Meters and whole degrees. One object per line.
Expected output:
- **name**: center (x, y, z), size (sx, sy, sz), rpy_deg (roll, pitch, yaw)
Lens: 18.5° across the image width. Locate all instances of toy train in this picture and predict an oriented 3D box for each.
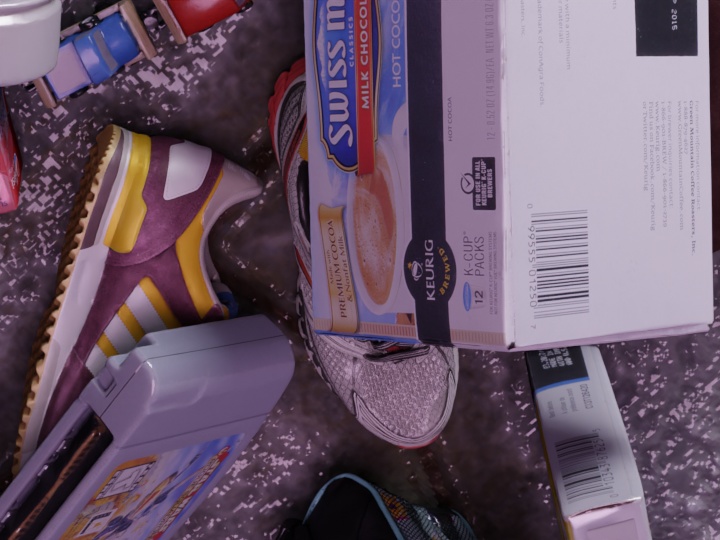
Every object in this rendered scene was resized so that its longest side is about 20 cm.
- **toy train**: center (-0.070, -0.128, 1.020), size (0.199, 0.046, 0.034), rpy_deg (-26, 112, 4)

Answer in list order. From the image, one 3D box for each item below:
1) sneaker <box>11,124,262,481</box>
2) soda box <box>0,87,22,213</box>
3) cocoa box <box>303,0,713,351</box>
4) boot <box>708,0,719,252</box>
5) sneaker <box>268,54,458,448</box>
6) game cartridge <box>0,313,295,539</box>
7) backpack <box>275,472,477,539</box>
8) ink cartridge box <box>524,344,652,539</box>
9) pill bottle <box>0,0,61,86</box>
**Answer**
- **sneaker**: center (-0.109, 0.033, 1.066), size (0.090, 0.075, 0.201), rpy_deg (14, 111, -11)
- **soda box**: center (-0.260, -0.047, 1.021), size (0.199, 0.063, 0.070), rpy_deg (-12, 113, -1)
- **cocoa box**: center (0.063, -0.071, 0.962), size (0.133, 0.131, 0.202), rpy_deg (-5, 95, -41)
- **boot**: center (0.130, -0.082, 1.047), size (0.166, 0.072, 0.200), rpy_deg (-38, 114, 7)
- **sneaker**: center (0.000, 0.000, 1.060), size (0.077, 0.082, 0.201), rpy_deg (-17, 113, 1)
- **game cartridge**: center (-0.117, 0.104, 1.062), size (0.042, 0.133, 0.200), rpy_deg (50, 117, 22)
- **backpack**: center (0.027, 0.228, 1.091), size (0.153, 0.200, 0.176), rpy_deg (27, 105, -33)
- **ink cartridge box**: center (0.123, 0.153, 1.073), size (0.047, 0.198, 0.201), rpy_deg (-11, 112, 1)
- **pill bottle**: center (-0.171, -0.187, 0.948), size (0.113, 0.114, 0.201), rpy_deg (1, 111, -7)
